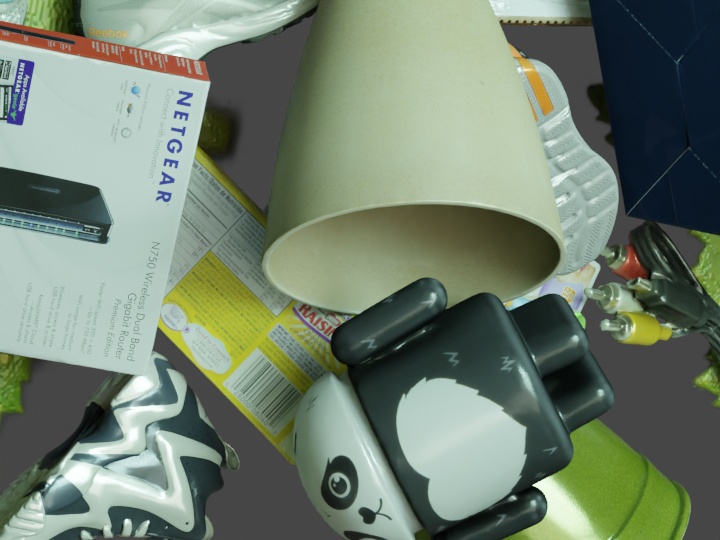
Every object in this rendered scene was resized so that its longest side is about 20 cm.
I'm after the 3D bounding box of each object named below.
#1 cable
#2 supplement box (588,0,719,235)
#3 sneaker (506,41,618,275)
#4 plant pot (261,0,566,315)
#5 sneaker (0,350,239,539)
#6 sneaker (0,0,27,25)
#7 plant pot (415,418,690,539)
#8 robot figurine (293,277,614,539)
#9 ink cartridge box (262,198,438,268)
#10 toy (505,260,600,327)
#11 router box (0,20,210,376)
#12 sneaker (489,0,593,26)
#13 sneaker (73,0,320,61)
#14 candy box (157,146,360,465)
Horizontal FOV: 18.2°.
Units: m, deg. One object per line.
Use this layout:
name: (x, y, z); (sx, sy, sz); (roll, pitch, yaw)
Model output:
cable: (0.240, 0.032, 1.667); (0.199, 0.050, 0.098); (29, 51, -40)
supplement box: (0.276, -0.157, 1.539); (0.199, 0.134, 0.201); (-37, 127, -36)
sneaker: (0.113, -0.094, 1.552); (0.077, 0.112, 0.201); (-28, 131, -7)
plant pot: (0.028, -0.097, 1.401); (0.186, 0.187, 0.202); (8, 66, -25)
sneaker: (-0.160, 0.165, 1.479); (0.130, 0.079, 0.199); (45, 70, -15)
sneaker: (-0.231, -0.218, 1.380); (0.077, 0.086, 0.202); (0, 99, -24)
plant pot: (0.088, 0.149, 1.541); (0.200, 0.200, 0.193); (-45, 102, -11)
robot figurine: (0.055, 0.093, 1.395); (0.199, 0.125, 0.151); (-26, 74, 2)
ink cartridge box: (0.000, 0.000, 1.494); (0.162, 0.057, 0.200); (42, 74, 16)
toy: (0.079, 0.004, 1.577); (0.199, 0.047, 0.116); (30, 82, -26)
router box: (-0.201, -0.048, 1.398); (0.178, 0.049, 0.201); (10, 108, -11)
sneaker: (0.139, -0.224, 1.556); (0.199, 0.070, 0.109); (-2, 95, -27)
sneaker: (-0.093, -0.182, 1.458); (0.199, 0.074, 0.080); (-24, 103, -19)
candy box: (-0.077, 0.020, 1.465); (0.102, 0.026, 0.200); (-45, 88, 4)
